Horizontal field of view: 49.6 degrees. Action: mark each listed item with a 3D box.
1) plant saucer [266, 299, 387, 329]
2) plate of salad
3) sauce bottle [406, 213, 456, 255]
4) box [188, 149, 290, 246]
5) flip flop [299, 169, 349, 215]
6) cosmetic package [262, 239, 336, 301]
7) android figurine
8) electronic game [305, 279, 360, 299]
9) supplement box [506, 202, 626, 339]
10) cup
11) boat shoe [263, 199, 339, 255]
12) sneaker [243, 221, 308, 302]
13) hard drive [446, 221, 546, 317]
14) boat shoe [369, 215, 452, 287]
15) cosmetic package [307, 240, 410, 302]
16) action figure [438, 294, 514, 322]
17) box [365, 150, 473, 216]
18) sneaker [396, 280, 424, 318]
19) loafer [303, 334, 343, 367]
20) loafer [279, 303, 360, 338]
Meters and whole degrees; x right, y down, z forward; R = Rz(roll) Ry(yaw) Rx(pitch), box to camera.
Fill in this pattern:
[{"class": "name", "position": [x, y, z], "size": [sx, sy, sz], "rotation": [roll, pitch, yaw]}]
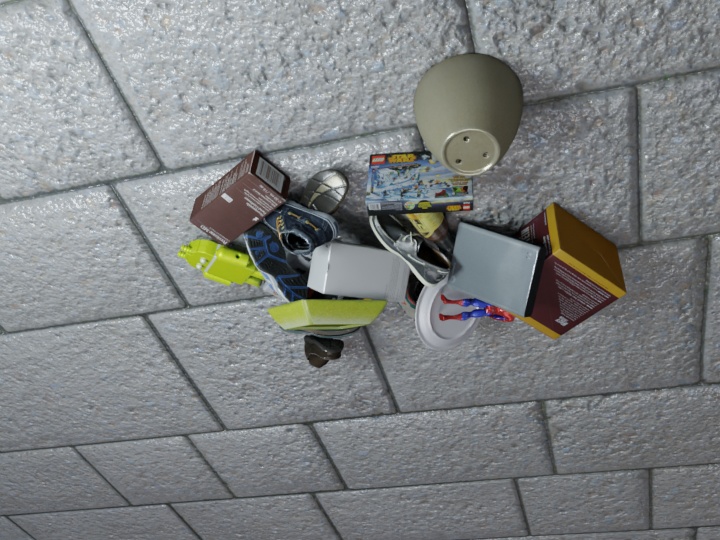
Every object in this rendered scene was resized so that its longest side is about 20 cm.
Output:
[{"class": "plant saucer", "position": [-0.071, 0.095, 1.626], "size": [0.197, 0.049, 0.199], "rotation": [2, 172, -28]}, {"class": "plate of salad", "position": [0.194, 0.078, 1.712], "size": [0.197, 0.048, 0.203], "rotation": [-11, 111, -30]}, {"class": "sauce bottle", "position": [0.137, -0.104, 1.572], "size": [0.064, 0.065, 0.200], "rotation": [-20, 132, 25]}, {"class": "box", "position": [-0.244, -0.142, 1.566], "size": [0.100, 0.076, 0.199], "rotation": [36, 131, -29]}, {"class": "flip flop", "position": [-0.076, -0.133, 1.567], "size": [0.081, 0.057, 0.201], "rotation": [48, 138, 13]}, {"class": "cosmetic package", "position": [-0.129, -0.007, 1.713], "size": [0.082, 0.051, 0.200], "rotation": [29, 132, -22]}, {"class": "android figurine", "position": [-0.300, -0.015, 1.698], "size": [0.197, 0.042, 0.182], "rotation": [20, 159, -18]}, {"class": "electronic game", "position": [-0.047, 0.048, 1.728], "size": [0.197, 0.042, 0.201], "rotation": [-14, 148, -9]}, {"class": "supplement box", "position": [0.400, 0.007, 1.613], "size": [0.196, 0.134, 0.200], "rotation": [28, 132, -23]}, {"class": "cup", "position": [0.189, -0.250, 1.355], "size": [0.197, 0.145, 0.202], "rotation": [3, 137, 3]}, {"class": "boat shoe", "position": [-0.143, -0.087, 1.546], "size": [0.198, 0.091, 0.072], "rotation": [14, 126, 37]}, {"class": "sneaker", "position": [-0.189, -0.011, 1.639], "size": [0.202, 0.075, 0.077], "rotation": [61, 156, -15]}, {"class": "hard drive", "position": [0.268, -0.006, 1.559], "size": [0.033, 0.199, 0.142], "rotation": [-4, 109, -45]}, {"class": "boat shoe", "position": [0.104, -0.057, 1.590], "size": [0.200, 0.072, 0.068], "rotation": [44, 142, -3]}, {"class": "cosmetic package", "position": [0.000, 0.000, 1.611], "size": [0.197, 0.109, 0.085], "rotation": [9, -176, -29]}, {"class": "action figure", "position": [0.263, 0.073, 1.694], "size": [0.196, 0.099, 0.066], "rotation": [2, 106, -11]}, {"class": "box", "position": [0.111, -0.166, 1.457], "size": [0.196, 0.138, 0.040], "rotation": [-2, 137, 8]}, {"class": "sneaker", "position": [0.154, 0.086, 1.785], "size": [0.199, 0.071, 0.093], "rotation": [32, 154, -33]}, {"class": "loafer", "position": [-0.087, 0.195, 1.836], "size": [0.072, 0.073, 0.200], "rotation": [4, 179, -15]}, {"class": "loafer", "position": [-0.099, 0.114, 1.827], "size": [0.196, 0.072, 0.064], "rotation": [1, 131, 7]}]
